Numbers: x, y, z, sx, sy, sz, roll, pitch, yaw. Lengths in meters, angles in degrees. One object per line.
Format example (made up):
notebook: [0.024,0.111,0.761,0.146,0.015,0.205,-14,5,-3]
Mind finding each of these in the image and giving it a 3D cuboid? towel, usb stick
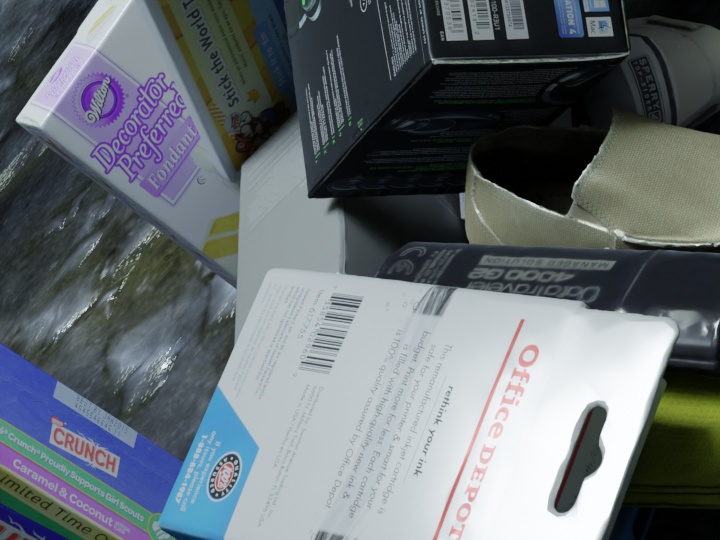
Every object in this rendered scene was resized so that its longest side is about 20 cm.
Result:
towel: [0.114,0.053,0.782,0.199,0.018,0.086,-3,42,40]
usb stick: [0.081,0.014,0.828,0.199,0.033,0.056,3,49,44]

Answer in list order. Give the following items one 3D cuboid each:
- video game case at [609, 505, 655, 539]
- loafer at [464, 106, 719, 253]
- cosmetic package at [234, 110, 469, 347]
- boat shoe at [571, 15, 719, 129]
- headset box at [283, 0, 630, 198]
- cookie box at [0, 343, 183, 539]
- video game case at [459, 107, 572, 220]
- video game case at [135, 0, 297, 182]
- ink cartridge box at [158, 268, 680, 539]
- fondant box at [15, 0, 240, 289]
video game case: [0.063,0.071,0.841,0.142,0.018,0.201,-4,40,35]
loafer: [0.121,-0.029,0.850,0.199,0.069,0.076,-5,41,35]
cosmetic package: [0.000,0.000,1.040,0.090,0.107,0.201,-41,24,26]
boat shoe: [0.123,-0.088,0.987,0.065,0.073,0.200,-18,0,-11]
headset box: [0.029,-0.140,0.931,0.200,0.092,0.176,137,127,-66]
cookie box: [-0.210,0.141,1.147,0.199,0.171,0.076,-34,32,37]
video game case: [0.070,-0.129,1.006,0.143,0.018,0.202,171,96,-76]
video game case: [-0.031,-0.165,1.077,0.182,0.201,0.023,-37,51,-12]
ink cartridge box: [0.033,0.071,0.758,0.199,0.068,0.117,7,67,43]
fondant box: [-0.072,-0.083,1.170,0.145,0.200,0.058,-55,23,-6]
